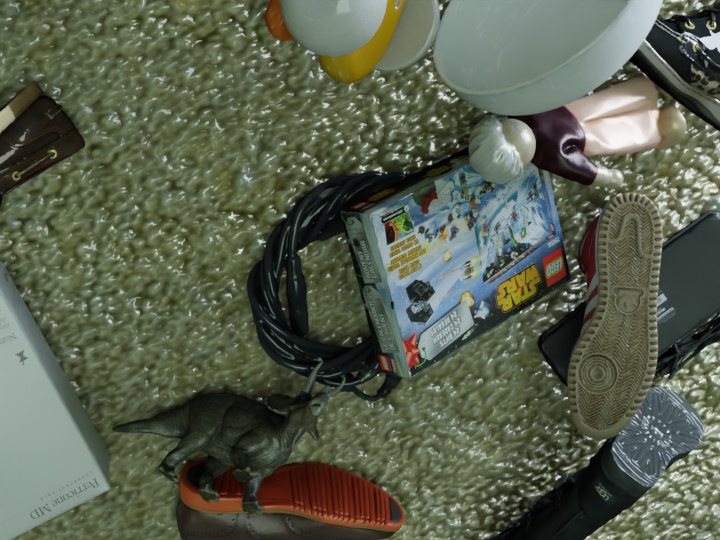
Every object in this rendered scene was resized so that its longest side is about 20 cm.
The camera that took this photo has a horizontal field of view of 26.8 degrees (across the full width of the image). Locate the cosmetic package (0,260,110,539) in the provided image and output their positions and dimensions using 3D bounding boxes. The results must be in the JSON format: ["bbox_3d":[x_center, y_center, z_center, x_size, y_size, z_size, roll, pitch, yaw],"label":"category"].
[{"bbox_3d":[-0.294,0.107,1.227,0.112,0.081,0.201,-28,108,-3],"label":"cosmetic package"}]

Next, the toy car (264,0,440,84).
[{"bbox_3d":[-0.005,-0.252,1.147,0.149,0.175,0.201,31,102,20],"label":"toy car"}]

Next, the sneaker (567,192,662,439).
[{"bbox_3d":[0.212,0.037,1.269,0.070,0.112,0.202,10,93,4],"label":"sneaker"}]

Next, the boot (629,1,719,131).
[{"bbox_3d":[0.298,-0.209,1.241,0.199,0.073,0.151,34,99,-22],"label":"boot"}]

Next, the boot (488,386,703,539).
[{"bbox_3d":[0.197,0.199,1.324,0.066,0.164,0.200,47,126,14],"label":"boot"}]

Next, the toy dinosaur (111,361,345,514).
[{"bbox_3d":[-0.108,0.140,1.269,0.198,0.103,0.077,-1,136,26],"label":"toy dinosaur"}]

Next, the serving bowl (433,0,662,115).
[{"bbox_3d":[0.154,-0.193,1.163,0.200,0.200,0.066,-43,125,5],"label":"serving bowl"}]

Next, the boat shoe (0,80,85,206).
[{"bbox_3d":[-0.305,-0.058,1.180,0.200,0.070,0.070,-40,105,3],"label":"boat shoe"}]

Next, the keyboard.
[{"bbox_3d":[0.261,0.044,1.341,0.199,0.040,0.104,-36,86,3],"label":"keyboard"}]

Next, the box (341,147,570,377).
[{"bbox_3d":[0.081,-0.019,1.221,0.199,0.040,0.138,-27,112,-36],"label":"box"}]

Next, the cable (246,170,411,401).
[{"bbox_3d":[0.000,0.000,1.270,0.162,0.051,0.201,31,96,-9],"label":"cable"}]

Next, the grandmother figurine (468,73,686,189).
[{"bbox_3d":[0.163,-0.113,1.209,0.199,0.121,0.061,-18,138,-35],"label":"grandmother figurine"}]

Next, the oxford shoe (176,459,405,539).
[{"bbox_3d":[-0.062,0.214,1.315,0.198,0.071,0.073,9,118,-5],"label":"oxford shoe"}]
